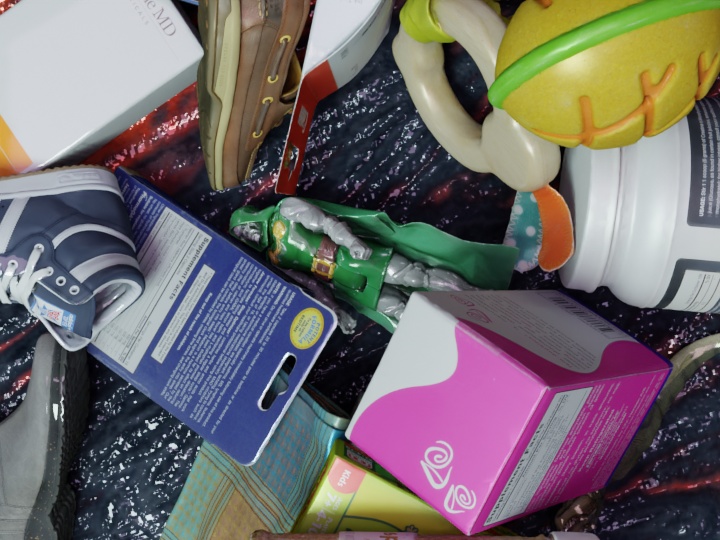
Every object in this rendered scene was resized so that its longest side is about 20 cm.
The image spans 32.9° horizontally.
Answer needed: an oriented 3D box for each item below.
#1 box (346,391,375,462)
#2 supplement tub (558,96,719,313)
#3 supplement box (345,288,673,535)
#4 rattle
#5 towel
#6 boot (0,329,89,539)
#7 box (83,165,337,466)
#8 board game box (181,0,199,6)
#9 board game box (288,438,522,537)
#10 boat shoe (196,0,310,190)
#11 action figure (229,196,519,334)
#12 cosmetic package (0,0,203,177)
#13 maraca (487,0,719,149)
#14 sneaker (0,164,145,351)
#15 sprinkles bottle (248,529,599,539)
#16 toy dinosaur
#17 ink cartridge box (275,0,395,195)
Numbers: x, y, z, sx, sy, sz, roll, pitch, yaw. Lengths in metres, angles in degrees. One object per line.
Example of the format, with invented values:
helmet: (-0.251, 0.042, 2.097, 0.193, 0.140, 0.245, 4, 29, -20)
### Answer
box: (0.007, 0.201, 0.824, 0.108, 0.128, 0.202, 24, 93, -1)
supplement tub: (0.237, -0.042, 0.799, 0.197, 0.140, 0.142, 5, 94, 0)
supplement box: (0.098, 0.078, 0.752, 0.101, 0.199, 0.104, 35, 107, 29)
rattle: (0.120, -0.113, 0.820, 0.142, 0.130, 0.201, -27, 74, -38)
towel: (-0.083, 0.161, 0.823, 0.022, 0.146, 0.202, 22, 96, -35)
boot: (-0.261, 0.124, 0.833, 0.130, 0.070, 0.202, 12, 108, 0)
box: (-0.117, 0.031, 0.832, 0.199, 0.032, 0.122, 33, 94, 20)
board game box: (-0.099, -0.271, 0.800, 0.134, 0.035, 0.202, 16, 68, -1)
board game box: (0.050, 0.196, 0.736, 0.198, 0.048, 0.102, 28, 93, -2)
boat shoe: (-0.069, -0.114, 0.780, 0.067, 0.201, 0.073, -4, 63, -11)
action figure: (0.000, 0.000, 0.836, 0.198, 0.055, 0.119, 22, 126, 11)
cosmetic package: (-0.209, -0.129, 0.833, 0.199, 0.071, 0.102, -35, 93, 2)
maraca: (0.163, -0.132, 0.711, 0.198, 0.137, 0.108, -18, 87, -29)
sneaker: (-0.233, 0.003, 0.770, 0.198, 0.070, 0.109, -15, 63, -24)
sprinkles bottle: (0.035, 0.180, 0.676, 0.197, 0.068, 0.069, 0, 94, 0)
toy dinosaur: (0.185, 0.093, 0.859, 0.088, 0.047, 0.200, 41, 91, -9)
ink cartridge box: (-0.007, -0.145, 0.784, 0.056, 0.163, 0.203, 9, 93, 1)
